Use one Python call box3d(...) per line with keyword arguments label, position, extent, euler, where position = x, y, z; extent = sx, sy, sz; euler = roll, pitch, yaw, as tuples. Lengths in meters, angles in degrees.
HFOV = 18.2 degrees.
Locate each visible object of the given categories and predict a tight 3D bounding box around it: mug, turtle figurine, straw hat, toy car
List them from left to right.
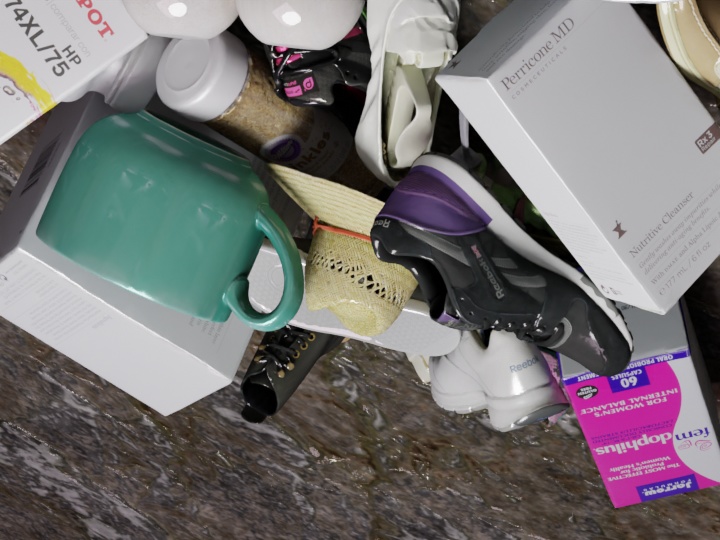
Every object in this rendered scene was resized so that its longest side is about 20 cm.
box3d(label="mug", position=(-0.127, -0.040, 1.619), extent=(0.184, 0.115, 0.152), euler=(24, -175, -17))
box3d(label="toy car", position=(-0.056, -0.230, 1.436), extent=(0.199, 0.176, 0.150), euler=(7, -178, 25))
box3d(label="straw hat", position=(0.000, 0.000, 1.630), extent=(0.200, 0.085, 0.201), euler=(24, 175, 2))
box3d(label="turtle figurine", position=(0.124, -0.083, 1.575), extent=(0.200, 0.144, 0.194), euler=(51, 159, -21))

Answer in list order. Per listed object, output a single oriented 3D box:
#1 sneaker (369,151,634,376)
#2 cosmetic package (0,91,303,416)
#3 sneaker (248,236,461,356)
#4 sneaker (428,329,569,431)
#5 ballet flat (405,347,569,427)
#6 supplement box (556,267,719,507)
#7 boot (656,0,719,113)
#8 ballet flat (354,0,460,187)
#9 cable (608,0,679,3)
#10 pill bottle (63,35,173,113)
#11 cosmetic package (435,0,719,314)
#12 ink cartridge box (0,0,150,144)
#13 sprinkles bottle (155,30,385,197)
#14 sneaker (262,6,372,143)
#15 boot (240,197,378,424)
box3d(label="sneaker", position=(0.090, 0.019, 1.515), extent=(0.200, 0.088, 0.076), euler=(41, 155, -5))
box3d(label="cosmetic package", position=(-0.172, -0.028, 1.777), extent=(0.200, 0.200, 0.123), euler=(33, 149, -18))
box3d(label="sneaker", position=(-0.012, -0.006, 1.754), extent=(0.199, 0.099, 0.071), euler=(18, 137, -5))
box3d(label="sneaker", position=(0.103, 0.068, 1.769), extent=(0.200, 0.074, 0.088), euler=(7, 115, 69))
box3d(label="ballet flat", position=(0.090, 0.073, 1.896), extent=(0.199, 0.071, 0.069), euler=(27, 155, -7))
box3d(label="supplement box", position=(0.221, 0.088, 1.774), extent=(0.101, 0.104, 0.200), euler=(-14, 142, 11))
box3d(label="boot", position=(0.285, -0.141, 1.410), extent=(0.154, 0.072, 0.200), euler=(-3, 146, 37))
box3d(label="ballet flat", position=(0.038, -0.140, 1.529), extent=(0.069, 0.070, 0.201), euler=(17, 129, 10))
box3d(label="cable", position=(0.145, -0.246, 1.304), extent=(0.199, 0.069, 0.200), euler=(-4, 133, 27))
box3d(label="pill bottle", position=(-0.231, -0.192, 1.637), extent=(0.199, 0.111, 0.111), euler=(28, 151, -10))
box3d(label="cosmetic package", position=(0.155, -0.085, 1.435), extent=(0.200, 0.113, 0.081), euler=(49, 168, -22))
box3d(label="ink cartridge box", position=(-0.258, -0.166, 1.507), extent=(0.147, 0.200, 0.146), euler=(54, -176, -11))
box3d(label="sprinkles bottle", position=(-0.060, -0.111, 1.650), extent=(0.068, 0.069, 0.200), euler=(-5, 156, 40))
box3d(label="sneaker", position=(-0.034, -0.161, 1.580), extent=(0.200, 0.084, 0.077), euler=(39, 146, -27))
box3d(label="boot", position=(-0.040, 0.031, 1.829), extent=(0.077, 0.138, 0.200), euler=(28, 145, 17))
